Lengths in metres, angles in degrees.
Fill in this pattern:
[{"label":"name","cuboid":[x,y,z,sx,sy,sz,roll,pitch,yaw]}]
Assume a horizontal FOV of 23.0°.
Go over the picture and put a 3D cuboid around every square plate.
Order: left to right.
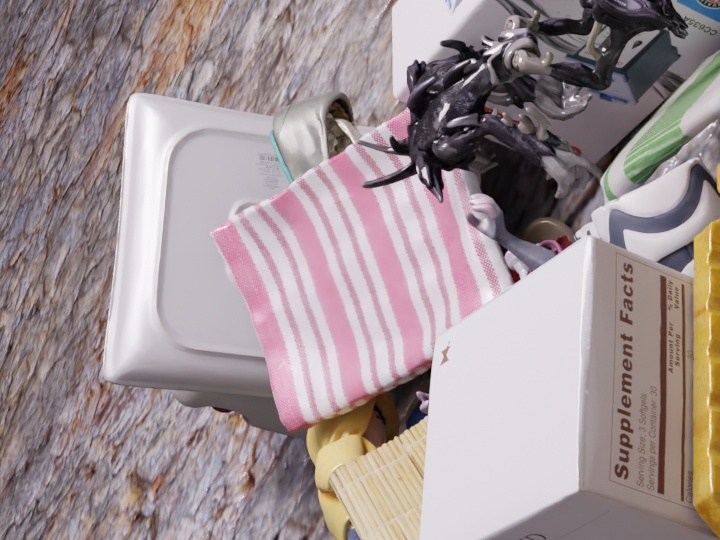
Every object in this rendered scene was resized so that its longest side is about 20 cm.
[{"label":"square plate","cuboid":[-0.063,-0.014,1.177,0.028,0.200,0.198,145,131,-70]}]

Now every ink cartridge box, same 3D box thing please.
[{"label":"ink cartridge box","cuboid":[0.130,-0.162,1.046,0.200,0.146,0.086,-47,33,41]}]

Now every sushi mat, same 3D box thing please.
[{"label":"sushi mat","cuboid":[0.055,0.149,0.967,0.096,0.012,0.200,-29,38,-4]}]

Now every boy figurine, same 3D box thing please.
[{"label":"boy figurine","cuboid":[0.011,0.153,1.100,0.064,0.124,0.200,-24,37,6]}]

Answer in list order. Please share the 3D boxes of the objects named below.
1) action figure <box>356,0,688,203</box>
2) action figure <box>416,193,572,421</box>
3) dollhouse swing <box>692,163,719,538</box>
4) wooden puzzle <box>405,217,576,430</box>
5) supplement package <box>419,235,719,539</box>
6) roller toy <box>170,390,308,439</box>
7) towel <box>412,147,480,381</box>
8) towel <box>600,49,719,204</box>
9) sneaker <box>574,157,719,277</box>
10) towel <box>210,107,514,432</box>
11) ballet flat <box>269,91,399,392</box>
[{"label":"action figure","cuboid":[0.094,-0.095,0.973,0.200,0.102,0.119,-36,33,30]},{"label":"action figure","cuboid":[0.110,0.049,0.928,0.200,0.149,0.134,-77,-1,-46]},{"label":"dollhouse swing","cuboid":[0.246,0.023,0.657,0.176,0.182,0.200,128,153,-57]},{"label":"wooden puzzle","cuboid":[0.086,0.084,1.067,0.185,0.046,0.200,-58,27,23]},{"label":"supplement package","cuboid":[0.140,0.086,0.764,0.117,0.200,0.117,-37,39,51]},{"label":"roller toy","cuboid":[-0.052,0.027,1.287,0.200,0.140,0.183,122,160,-47]},{"label":"towel","cuboid":[0.053,-0.056,1.182,0.191,0.032,0.200,99,173,-49]},{"label":"towel","cuboid":[0.213,-0.112,0.898,0.153,0.023,0.200,-43,4,-41]},{"label":"sneaker","cuboid":[0.173,0.019,0.901,0.199,0.079,0.130,66,178,-84]},{"label":"towel","cuboid":[0.000,0.000,1.078,0.200,0.030,0.147,-30,77,37]},{"label":"ballet flat","cuboid":[0.001,-0.022,1.141,0.064,0.067,0.200,-24,81,19]}]
